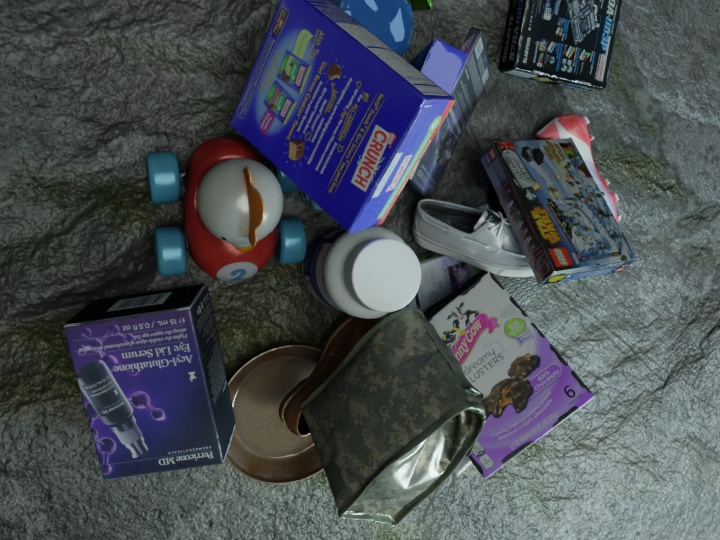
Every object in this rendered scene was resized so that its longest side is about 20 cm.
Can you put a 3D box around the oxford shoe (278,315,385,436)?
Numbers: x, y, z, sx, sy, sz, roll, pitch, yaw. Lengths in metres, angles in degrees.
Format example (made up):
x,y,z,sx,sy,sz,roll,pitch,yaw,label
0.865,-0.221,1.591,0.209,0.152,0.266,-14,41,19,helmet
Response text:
x,y,z,sx,sy,sz,roll,pitch,yaw,label
-0.025,0.138,0.897,0.071,0.071,0.200,38,85,-21,oxford shoe

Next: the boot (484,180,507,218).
x,y,z,sx,sy,sz,roll,pitch,yaw,label
0.256,-0.063,0.986,0.131,0.068,0.200,-35,103,-26,boot

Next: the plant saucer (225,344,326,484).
x,y,z,sx,sy,sz,roll,pitch,yaw,label
-0.101,0.194,0.936,0.200,0.037,0.201,-4,102,-19,plant saucer

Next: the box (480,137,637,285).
x,y,z,sx,sy,sz,roll,pitch,yaw,label
0.258,-0.083,0.894,0.137,0.040,0.200,-7,63,-24,box

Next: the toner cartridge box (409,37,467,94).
x,y,z,sx,sy,sz,roll,pitch,yaw,label
0.066,-0.208,0.824,0.043,0.200,0.095,24,92,-9,toner cartridge box

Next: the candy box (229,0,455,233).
x,y,z,sx,sy,sz,roll,pitch,yaw,label
-0.025,-0.168,0.723,0.077,0.200,0.169,-21,149,-52,candy box

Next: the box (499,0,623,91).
x,y,z,sx,sy,sz,roll,pitch,yaw,label
0.290,-0.368,0.958,0.159,0.046,0.200,5,99,-21,box

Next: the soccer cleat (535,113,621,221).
x,y,z,sx,sy,sz,roll,pitch,yaw,label
0.324,-0.135,1.013,0.076,0.067,0.200,-26,107,-4,soccer cleat

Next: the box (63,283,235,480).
x,y,z,sx,sy,sz,roll,pitch,yaw,label
-0.243,0.131,0.814,0.148,0.104,0.200,-10,104,0,box

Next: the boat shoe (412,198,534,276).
x,y,z,sx,sy,sz,roll,pitch,yaw,label
0.165,-0.052,0.911,0.072,0.200,0.069,-52,152,-33,boat shoe

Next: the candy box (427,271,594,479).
x,y,z,sx,sy,sz,roll,pitch,yaw,label
0.165,0.131,0.869,0.168,0.072,0.200,-39,71,7,candy box

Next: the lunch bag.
x,y,z,sx,sy,sz,roll,pitch,yaw,label
0.045,0.162,0.781,0.118,0.164,0.200,25,114,-39,lunch bag

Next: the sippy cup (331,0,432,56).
x,y,z,sx,sy,sz,roll,pitch,yaw,label
-0.003,-0.290,0.821,0.140,0.130,0.178,25,92,-22,sippy cup

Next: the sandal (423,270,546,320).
x,y,z,sx,sy,sz,roll,pitch,yaw,label
0.172,0.030,0.954,0.200,0.048,0.075,-28,111,1,sandal

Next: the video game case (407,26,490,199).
x,y,z,sx,sy,sz,roll,pitch,yaw,label
0.116,-0.196,0.890,0.019,0.143,0.200,27,92,16,video game case

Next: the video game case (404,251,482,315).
x,y,z,sx,sy,sz,roll,pitch,yaw,label
0.140,0.065,0.993,0.181,0.045,0.200,-17,107,-15,video game case

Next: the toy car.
x,y,z,sx,sy,sz,roll,pitch,yaw,label
-0.141,-0.062,0.779,0.184,0.200,0.177,-6,103,-19,toy car

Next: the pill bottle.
x,y,z,sx,sy,sz,roll,pitch,yaw,label
0.000,0.000,0.838,0.111,0.200,0.111,-1,93,-17,pill bottle

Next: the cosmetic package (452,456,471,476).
x,y,z,sx,sy,sz,roll,pitch,yaw,label
0.170,0.180,0.943,0.200,0.071,0.101,-42,72,-7,cosmetic package

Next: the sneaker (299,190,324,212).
x,y,z,sx,sy,sz,roll,pitch,yaw,label
-0.028,-0.138,0.828,0.079,0.096,0.200,16,131,-16,sneaker
